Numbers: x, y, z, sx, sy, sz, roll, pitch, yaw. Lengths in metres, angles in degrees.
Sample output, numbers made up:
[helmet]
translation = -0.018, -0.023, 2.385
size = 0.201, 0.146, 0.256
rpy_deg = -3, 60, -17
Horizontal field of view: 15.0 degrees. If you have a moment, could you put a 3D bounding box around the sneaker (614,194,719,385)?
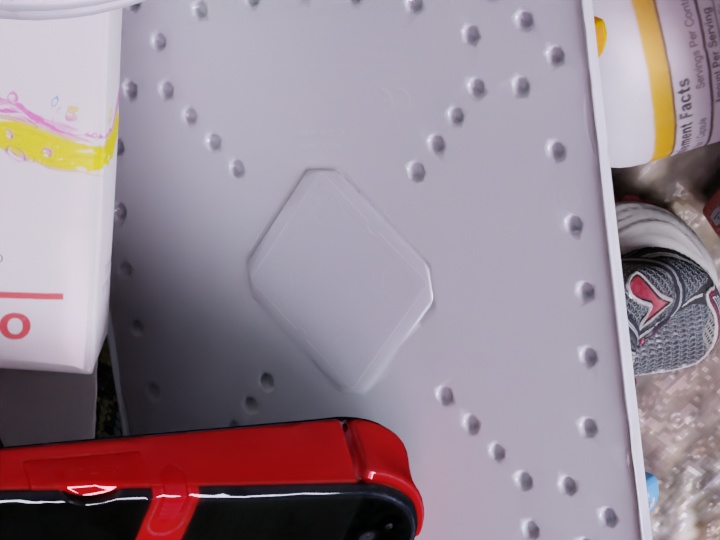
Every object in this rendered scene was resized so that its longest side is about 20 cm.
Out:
[sneaker]
translation = 0.071, 0.024, 0.939
size = 0.081, 0.075, 0.200
rpy_deg = -44, 157, 24

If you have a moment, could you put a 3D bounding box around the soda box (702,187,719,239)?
[soda box]
translation = 0.213, -0.065, 0.953
size = 0.063, 0.068, 0.200
rpy_deg = 20, 118, -38

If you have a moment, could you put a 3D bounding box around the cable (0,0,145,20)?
[cable]
translation = -0.086, -0.167, 0.736
size = 0.199, 0.069, 0.201
rpy_deg = 14, 89, -4

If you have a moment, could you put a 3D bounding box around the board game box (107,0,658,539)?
[board game box]
translation = 0.000, 0.000, 0.845
size = 0.026, 0.199, 0.201
rpy_deg = -24, 111, -50

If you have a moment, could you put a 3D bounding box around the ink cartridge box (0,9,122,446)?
[ink cartridge box]
translation = -0.131, -0.034, 0.811
size = 0.117, 0.067, 0.201
rpy_deg = 2, 98, -3

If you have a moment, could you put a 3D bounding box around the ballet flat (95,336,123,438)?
[ballet flat]
translation = -0.019, 0.080, 0.960
size = 0.200, 0.074, 0.074
rpy_deg = 36, 111, -10

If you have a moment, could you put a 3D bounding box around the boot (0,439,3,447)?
[boot]
translation = -0.177, 0.105, 0.858
size = 0.150, 0.073, 0.200
rpy_deg = -1, 148, 3

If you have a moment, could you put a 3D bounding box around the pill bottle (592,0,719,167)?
[pill bottle]
translation = 0.109, -0.098, 0.873
size = 0.199, 0.113, 0.113
rpy_deg = -17, 128, -4

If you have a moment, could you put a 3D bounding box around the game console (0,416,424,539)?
[game console]
translation = -0.083, 0.122, 0.826
size = 0.176, 0.031, 0.200
rpy_deg = 0, 132, -29
